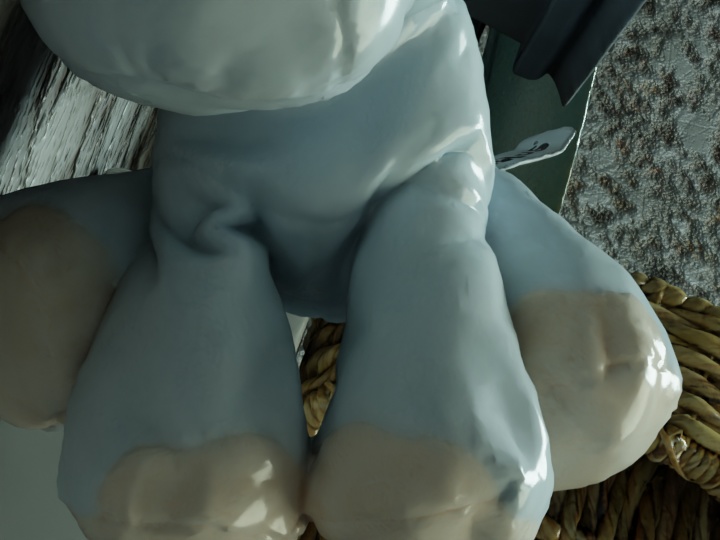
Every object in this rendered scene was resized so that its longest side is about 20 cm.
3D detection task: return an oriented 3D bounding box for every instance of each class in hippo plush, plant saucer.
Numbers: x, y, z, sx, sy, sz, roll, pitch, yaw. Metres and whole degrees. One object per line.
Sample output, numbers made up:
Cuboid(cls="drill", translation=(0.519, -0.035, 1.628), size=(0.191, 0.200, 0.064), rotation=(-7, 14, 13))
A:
Cuboid(cls="hippo plush", translation=(0.006, -0.042, 0.422), size=(0.200, 0.159, 0.161), rotation=(-43, 152, -41))
Cuboid(cls="plant saucer", translation=(0.067, -0.065, 0.839), size=(0.201, 0.039, 0.202), rotation=(-166, -90, -90))

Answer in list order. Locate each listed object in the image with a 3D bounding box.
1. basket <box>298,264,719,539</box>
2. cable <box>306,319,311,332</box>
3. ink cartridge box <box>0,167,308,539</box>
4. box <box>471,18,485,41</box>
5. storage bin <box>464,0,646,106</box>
Cuboid(cls="basket", translation=(0.064, 0.088, 0.676), size=(0.143, 0.199, 0.149), rotation=(115, -5, -63))
Cuboid(cls="cable", translation=(0.000, 0.000, 0.888), size=(0.069, 0.201, 0.200), rotation=(-24, 177, -3))
Cuboid(cls="ink cartridge box", translation=(-0.089, 0.089, 0.652), size=(0.145, 0.083, 0.201), rotation=(114, -2, -64))
Cuboid(cls="box", translation=(0.041, -0.210, 0.823), size=(0.148, 0.104, 0.200), rotation=(-68, 180, -57))
Cuboid(cls="storage bin", translation=(0.035, -0.150, 0.552), size=(0.200, 0.134, 0.146), rotation=(123, -10, -84))
